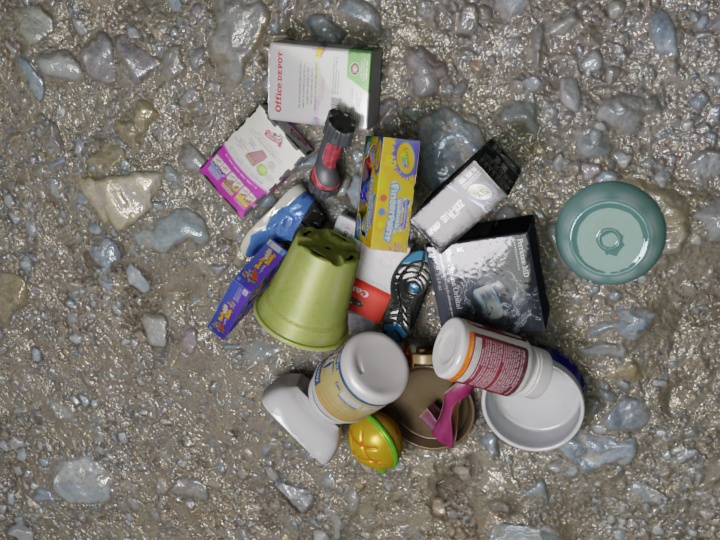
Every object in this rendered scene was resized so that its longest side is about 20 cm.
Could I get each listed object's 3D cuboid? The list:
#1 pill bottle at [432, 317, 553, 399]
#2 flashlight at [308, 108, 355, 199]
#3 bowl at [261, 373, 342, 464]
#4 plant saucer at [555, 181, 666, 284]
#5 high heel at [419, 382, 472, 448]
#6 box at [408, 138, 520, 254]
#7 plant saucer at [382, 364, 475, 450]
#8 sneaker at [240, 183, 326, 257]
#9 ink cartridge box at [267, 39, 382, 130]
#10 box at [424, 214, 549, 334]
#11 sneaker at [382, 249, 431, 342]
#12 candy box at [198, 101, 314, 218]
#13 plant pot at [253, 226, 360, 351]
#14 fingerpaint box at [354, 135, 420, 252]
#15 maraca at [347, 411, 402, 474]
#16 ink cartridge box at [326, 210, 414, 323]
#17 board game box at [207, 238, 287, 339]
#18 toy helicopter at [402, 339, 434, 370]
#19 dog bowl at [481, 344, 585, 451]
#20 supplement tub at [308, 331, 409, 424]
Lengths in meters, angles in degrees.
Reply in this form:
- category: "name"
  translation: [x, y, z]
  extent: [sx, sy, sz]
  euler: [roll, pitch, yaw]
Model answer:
- category: "pill bottle"
  translation: [0.243, 0.165, 1.567]
  extent: [0.199, 0.114, 0.115]
  euler: [18, 116, -19]
- category: "flashlight"
  translation: [-0.052, -0.214, 1.622]
  extent: [0.067, 0.068, 0.200]
  euler: [10, 150, -10]
- category: "bowl"
  translation: [-0.110, 0.299, 1.812]
  extent: [0.200, 0.200, 0.075]
  euler: [45, 96, -2]
- category: "plant saucer"
  translation: [0.459, -0.062, 1.581]
  extent: [0.199, 0.036, 0.201]
  euler: [6, 110, 16]
- category: "high heel"
  translation: [0.203, 0.278, 1.727]
  extent: [0.096, 0.067, 0.200]
  euler: [45, 136, 8]
- category: "box"
  translation: [0.192, -0.137, 1.548]
  extent: [0.086, 0.200, 0.164]
  euler: [46, 115, -2]
- category: "plant saucer"
  translation: [0.145, 0.286, 1.809]
  extent: [0.199, 0.029, 0.201]
  euler: [5, 110, 15]
- category: "sneaker"
  translation: [-0.152, -0.070, 1.749]
  extent: [0.200, 0.077, 0.111]
  euler: [-44, 82, 19]
- category: "ink cartridge box"
  translation: [-0.067, -0.352, 1.617]
  extent: [0.199, 0.084, 0.146]
  euler: [9, 112, 14]
- category: "box"
  translation: [0.244, 0.015, 1.633]
  extent: [0.199, 0.117, 0.198]
  euler: [-8, 106, 19]
- category: "sneaker"
  translation: [0.095, 0.041, 1.707]
  extent: [0.073, 0.082, 0.201]
  euler: [25, 117, 9]
- category: "candy box"
  translation: [-0.209, -0.221, 1.722]
  extent: [0.200, 0.061, 0.136]
  euler: [-40, 93, 26]
- category: "plant pot"
  translation: [-0.089, 0.023, 1.680]
  extent: [0.200, 0.200, 0.185]
  euler: [26, 119, 7]
- category: "fingerpaint box"
  translation: [0.045, -0.145, 1.582]
  extent: [0.073, 0.167, 0.201]
  euler: [5, 99, -12]
- category: "maraca"
  translation: [0.028, 0.366, 1.816]
  extent: [0.137, 0.107, 0.200]
  euler: [52, 155, 18]
- category: "ink cartridge box"
  translation: [0.000, 0.000, 1.743]
  extent: [0.162, 0.057, 0.201]
  euler: [25, 110, 7]
- category: "board game box"
  translation: [-0.231, 0.040, 1.744]
  extent: [0.045, 0.135, 0.200]
  euler: [38, 140, 1]
- category: "toy helicopter"
  translation: [0.134, 0.162, 1.677]
  extent: [0.132, 0.200, 0.079]
  euler: [3, 91, 17]
- category: "dog bowl"
  translation: [0.345, 0.253, 1.705]
  extent: [0.199, 0.079, 0.201]
  euler: [6, 111, 16]
- category: "supplement tub"
  translation: [-0.009, 0.218, 1.695]
  extent: [0.145, 0.145, 0.200]
  euler: [45, 142, -2]
